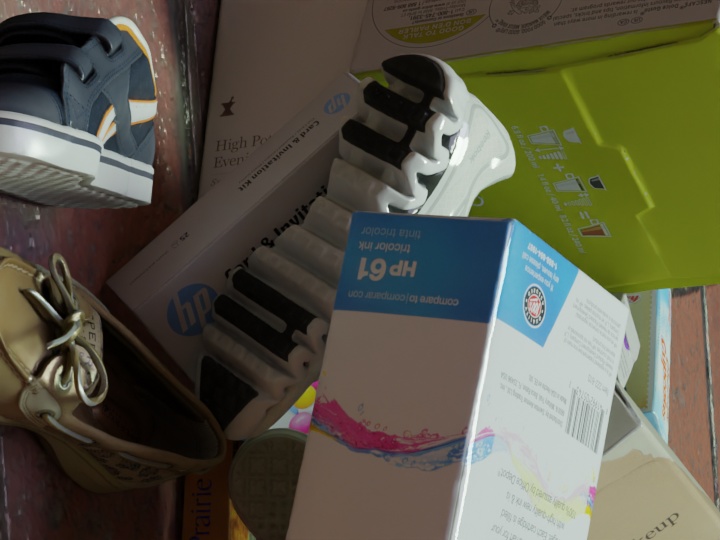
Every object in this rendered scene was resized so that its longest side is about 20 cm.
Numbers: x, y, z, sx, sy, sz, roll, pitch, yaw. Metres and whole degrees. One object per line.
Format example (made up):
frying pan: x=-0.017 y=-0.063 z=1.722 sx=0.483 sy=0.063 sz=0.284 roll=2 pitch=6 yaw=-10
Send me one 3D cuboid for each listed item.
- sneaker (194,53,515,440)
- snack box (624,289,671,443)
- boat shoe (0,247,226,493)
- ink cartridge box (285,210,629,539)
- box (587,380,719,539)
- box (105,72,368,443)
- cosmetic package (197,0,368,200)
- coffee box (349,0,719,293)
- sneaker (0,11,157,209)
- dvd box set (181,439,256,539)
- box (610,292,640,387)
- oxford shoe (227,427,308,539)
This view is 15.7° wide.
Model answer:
sneaker: x=0.000 y=0.000 z=1.213 sx=0.081 sy=0.075 sz=0.200 roll=33 pitch=95 yaw=-44
snack box: x=0.072 y=0.057 z=1.462 sx=0.116 sy=0.199 sz=0.037 roll=-82 pitch=158 yaw=-43
boat shoe: x=-0.121 y=0.040 z=1.131 sx=0.200 sy=0.063 sz=0.073 roll=47 pitch=44 yaw=-60
ink cartridge box: x=0.041 y=0.090 z=1.144 sx=0.144 sy=0.084 sz=0.200 roll=34 pitch=63 yaw=-59
box: x=0.123 y=0.120 z=1.341 sx=0.078 sy=0.095 sz=0.200 roll=56 pitch=6 yaw=38
box: x=-0.007 y=0.026 z=1.285 sx=0.200 sy=0.156 sz=0.041 roll=53 pitch=-7 yaw=-34
cosmetic package: x=-0.023 y=-0.083 z=1.379 sx=0.074 sy=0.101 sz=0.200 roll=47 pitch=41 yaw=-58
coffee box: x=0.136 y=-0.121 z=1.372 sx=0.200 sy=0.200 sz=0.198 roll=56 pitch=37 yaw=-44
sneaker: x=-0.136 y=-0.071 z=1.092 sx=0.200 sy=0.078 sz=0.080 roll=18 pitch=74 yaw=-81
dvd box set: x=-0.055 y=0.191 z=1.344 sx=0.146 sy=0.029 sz=0.201 roll=41 pitch=48 yaw=-64
box: x=0.050 y=0.037 z=1.414 sx=0.039 sy=0.200 sz=0.042 roll=-62 pitch=143 yaw=-45
oxford shoe: x=0.014 y=0.154 z=1.247 sx=0.200 sy=0.075 sz=0.058 roll=48 pitch=3 yaw=1
